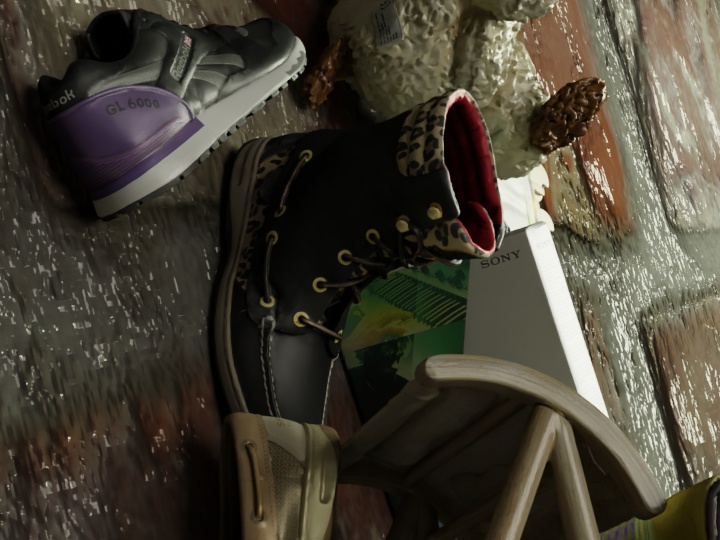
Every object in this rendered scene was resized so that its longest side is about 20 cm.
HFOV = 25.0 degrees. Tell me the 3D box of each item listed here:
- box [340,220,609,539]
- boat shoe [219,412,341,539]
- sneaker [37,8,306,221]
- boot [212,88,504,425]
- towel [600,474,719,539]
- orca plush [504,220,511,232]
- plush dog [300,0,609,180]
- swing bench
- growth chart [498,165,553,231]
[{"bbox_3d":[0.072,0.085,0.969,0.036,0.144,0.200,-17,90,-61],"label":"box"},{"bbox_3d":[-0.055,0.169,0.804,0.064,0.071,0.200,14,63,-17],"label":"boat shoe"},{"bbox_3d":[-0.097,-0.111,0.865,0.088,0.076,0.200,57,33,-14],"label":"sneaker"},{"bbox_3d":[0.000,0.000,0.885,0.073,0.150,0.200,34,48,-47],"label":"boot"},{"bbox_3d":[0.132,0.184,0.767,0.023,0.200,0.144,5,69,-18],"label":"towel"},{"bbox_3d":[0.060,0.004,1.062,0.200,0.105,0.071,31,4,-18],"label":"orca plush"},{"bbox_3d":[0.062,-0.125,1.069,0.172,0.200,0.161,42,74,-27],"label":"plush dog"},{"bbox_3d":[0.052,0.166,0.790,0.130,0.199,0.200,10,67,-14],"label":"swing bench"},{"bbox_3d":[0.109,-0.038,1.220,0.145,0.018,0.200,31,50,-50],"label":"growth chart"}]
